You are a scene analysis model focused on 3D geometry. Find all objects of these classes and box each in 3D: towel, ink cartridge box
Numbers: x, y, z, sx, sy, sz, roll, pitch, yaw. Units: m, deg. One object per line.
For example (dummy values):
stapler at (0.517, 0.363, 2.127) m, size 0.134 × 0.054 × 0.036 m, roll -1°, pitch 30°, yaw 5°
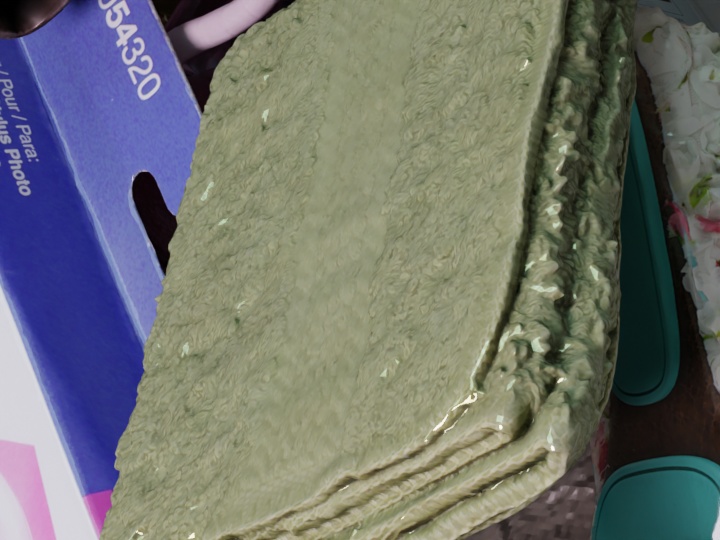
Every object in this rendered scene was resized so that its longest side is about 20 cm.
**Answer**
towel at (0.006, -0.006, 0.632) m, size 0.148 × 0.036 × 0.201 m, roll -31°, pitch 37°, yaw 38°
ink cartridge box at (-0.110, 0.035, 0.749) m, size 0.200 × 0.043 × 0.197 m, roll -42°, pitch 59°, yaw 29°

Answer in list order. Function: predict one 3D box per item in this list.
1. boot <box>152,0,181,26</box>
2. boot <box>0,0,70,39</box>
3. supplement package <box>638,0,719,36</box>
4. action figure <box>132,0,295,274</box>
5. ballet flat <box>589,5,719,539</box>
boot at (-0.069, -0.086, 0.893) m, size 0.074 × 0.200 × 0.076 m, roll 42°, pitch 96°, yaw 12°
boot at (-0.078, -0.181, 0.716) m, size 0.200 × 0.072 × 0.167 m, roll -52°, pitch 56°, yaw 38°
supplement package at (0.065, -0.182, 0.761) m, size 0.152 × 0.200 × 0.151 m, roll -47°, pitch 34°, yaw -9°
action figure at (-0.063, -0.019, 0.790) m, size 0.199 × 0.149 × 0.134 m, roll -22°, pitch 46°, yaw 14°
ballet flat at (0.087, 0.037, 0.657) m, size 0.076 × 0.064 × 0.201 m, roll -6°, pitch 88°, yaw 61°
